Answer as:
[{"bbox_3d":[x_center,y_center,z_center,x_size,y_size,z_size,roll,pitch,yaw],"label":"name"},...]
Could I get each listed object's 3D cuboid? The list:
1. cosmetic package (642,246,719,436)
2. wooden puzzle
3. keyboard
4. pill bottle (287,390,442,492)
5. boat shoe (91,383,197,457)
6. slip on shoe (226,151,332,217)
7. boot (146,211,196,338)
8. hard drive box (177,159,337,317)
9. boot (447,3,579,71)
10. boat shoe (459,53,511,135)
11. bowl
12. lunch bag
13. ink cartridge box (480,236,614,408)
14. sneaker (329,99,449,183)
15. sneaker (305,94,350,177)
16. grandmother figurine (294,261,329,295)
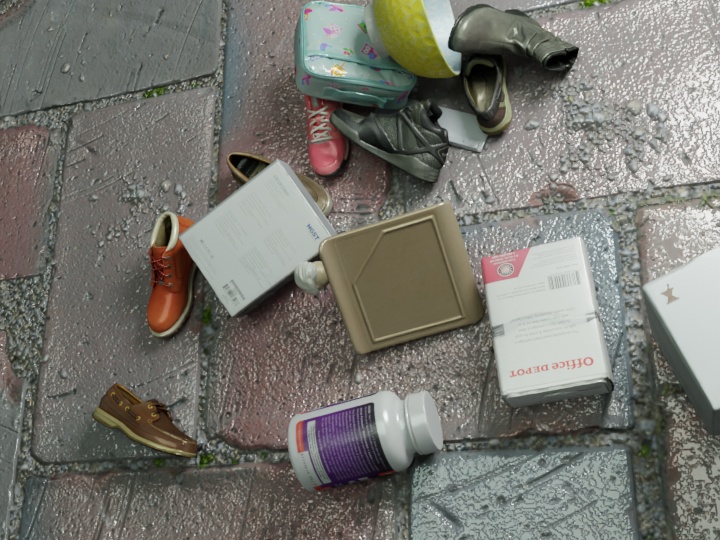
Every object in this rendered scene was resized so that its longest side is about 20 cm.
[{"bbox_3d":[0.455,0.077,1.080,0.166,0.200,0.167,-28,64,11],"label":"cosmetic package"},{"bbox_3d":[0.060,0.012,1.289,0.198,0.037,0.186,-18,109,6],"label":"wooden puzzle"},{"bbox_3d":[0.111,-0.237,1.431,0.199,0.011,0.057,20,75,25],"label":"keyboard"},{"bbox_3d":[0.009,0.231,1.249,0.198,0.111,0.112,-17,67,15],"label":"pill bottle"},{"bbox_3d":[-0.331,0.233,1.402,0.199,0.072,0.068,19,81,28],"label":"boat shoe"},{"bbox_3d":[-0.135,-0.140,1.461,0.199,0.061,0.076,33,86,26],"label":"slip on shoe"},{"bbox_3d":[-0.316,0.005,1.458,0.074,0.107,0.202,7,76,21],"label":"boot"},{"bbox_3d":[-0.155,-0.048,1.399,0.199,0.077,0.156,-36,85,8],"label":"hard drive box"},{"bbox_3d":[0.232,-0.337,1.329,0.130,0.199,0.068,40,130,31],"label":"boot"},{"bbox_3d":[0.190,-0.308,1.390,0.073,0.065,0.202,-20,62,15],"label":"boat shoe"},{"bbox_3d":[0.069,-0.374,1.343,0.107,0.200,0.202,-13,67,20],"label":"bowl"},{"bbox_3d":[-0.004,-0.337,1.422,0.198,0.077,0.162,5,61,-14],"label":"lunch bag"},{"bbox_3d":[0.253,0.074,1.225,0.144,0.085,0.202,-12,66,17],"label":"ink cartridge box"},{"bbox_3d":[0.052,-0.226,1.390,0.198,0.076,0.115,29,103,18],"label":"sneaker"},{"bbox_3d":[-0.066,-0.249,1.459,0.073,0.087,0.202,-8,69,19],"label":"sneaker"},{"bbox_3d":[0.000,0.000,1.337,0.198,0.122,0.061,-8,26,3],"label":"grandmother figurine"}]
